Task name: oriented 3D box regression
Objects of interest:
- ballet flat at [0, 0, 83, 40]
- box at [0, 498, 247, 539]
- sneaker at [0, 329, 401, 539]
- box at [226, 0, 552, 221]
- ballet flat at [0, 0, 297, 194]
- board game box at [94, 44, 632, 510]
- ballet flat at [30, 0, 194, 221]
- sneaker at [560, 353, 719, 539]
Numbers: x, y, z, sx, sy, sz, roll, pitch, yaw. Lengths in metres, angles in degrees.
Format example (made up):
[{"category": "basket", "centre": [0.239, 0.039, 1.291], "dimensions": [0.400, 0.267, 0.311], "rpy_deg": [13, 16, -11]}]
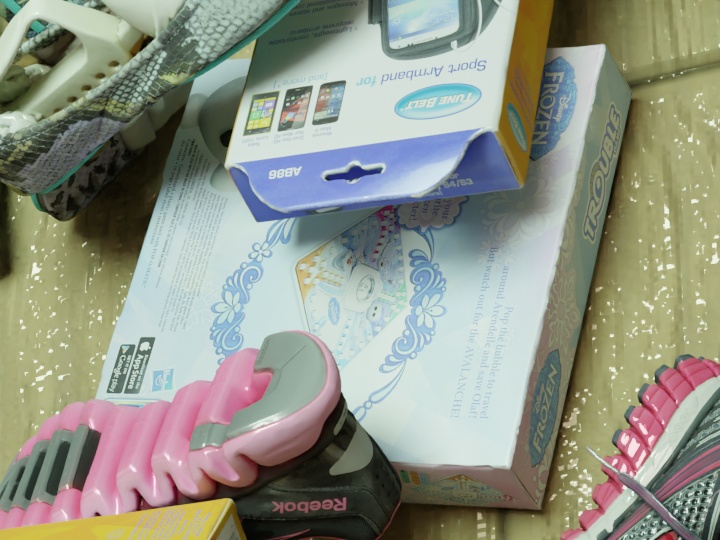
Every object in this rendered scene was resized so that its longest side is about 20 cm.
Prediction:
[{"category": "ballet flat", "centre": [-0.157, -0.201, 1.360], "dimensions": [0.074, 0.074, 0.200], "rpy_deg": [-17, 52, 17]}, {"category": "box", "centre": [-0.125, 0.159, 1.085], "dimensions": [0.199, 0.119, 0.042], "rpy_deg": [-11, 24, 20]}, {"category": "sneaker", "centre": [-0.068, 0.095, 1.106], "dimensions": [0.200, 0.095, 0.079], "rpy_deg": [-18, 38, 38]}, {"category": "box", "centre": [0.017, -0.095, 1.161], "dimensions": [0.119, 0.042, 0.200], "rpy_deg": [-7, 49, 22]}, {"category": "ballet flat", "centre": [-0.099, -0.101, 1.155], "dimensions": [0.200, 0.072, 0.072], "rpy_deg": [-35, 47, 30]}, {"category": "board game box", "centre": [0.000, 0.000, 1.172], "dimensions": [0.198, 0.043, 0.200], "rpy_deg": [0, 60, 28]}, {"category": "ballet flat", "centre": [-0.100, -0.114, 1.283], "dimensions": [0.072, 0.072, 0.201], "rpy_deg": [-2, 61, 26]}, {"category": "sneaker", "centre": [0.106, 0.122, 1.015], "dimensions": [0.075, 0.081, 0.200], "rpy_deg": [21, 71, 33]}]
